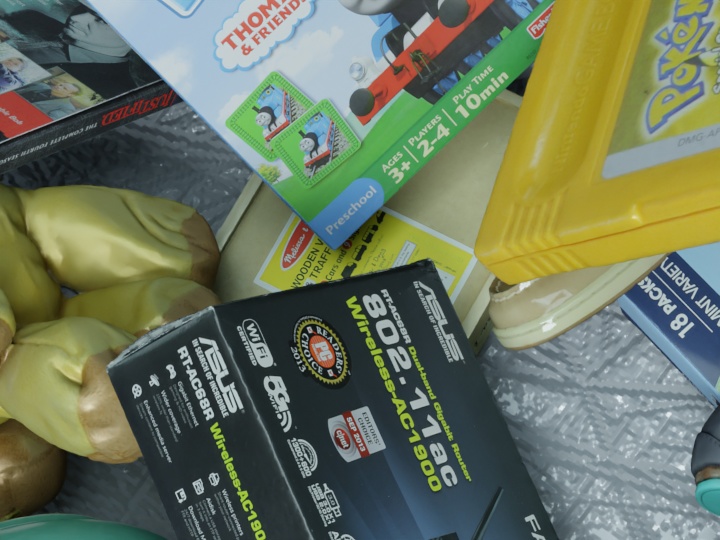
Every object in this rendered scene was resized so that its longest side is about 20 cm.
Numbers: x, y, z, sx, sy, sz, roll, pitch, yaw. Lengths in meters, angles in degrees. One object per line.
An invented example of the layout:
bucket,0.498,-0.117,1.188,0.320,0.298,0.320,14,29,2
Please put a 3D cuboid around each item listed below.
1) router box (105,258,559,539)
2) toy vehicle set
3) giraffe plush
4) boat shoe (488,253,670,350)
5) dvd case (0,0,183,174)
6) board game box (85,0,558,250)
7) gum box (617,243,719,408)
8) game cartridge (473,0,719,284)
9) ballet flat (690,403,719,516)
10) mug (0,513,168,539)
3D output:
router box,0.006,0.102,0.892,0.062,0.150,0.200,-29,81,33
toy vehicle set,0.000,0.000,1.016,0.124,0.027,0.200,27,80,19
giraffe plush,-0.168,0.046,0.968,0.200,0.173,0.162,28,120,9
boat shoe,0.114,-0.051,0.973,0.063,0.073,0.200,47,72,-16
dvd case,-0.163,-0.103,1.013,0.146,0.200,0.022,36,127,19
board game box,-0.020,-0.123,0.939,0.151,0.200,0.037,-44,36,2
gum box,0.235,0.005,0.956,0.200,0.045,0.170,-41,70,-2
game cartridge,0.143,-0.087,0.878,0.200,0.032,0.176,-13,47,42
ballet flat,0.226,0.080,0.877,0.200,0.073,0.073,15,76,19
mug,-0.138,0.173,0.922,0.185,0.152,0.115,-21,59,8
